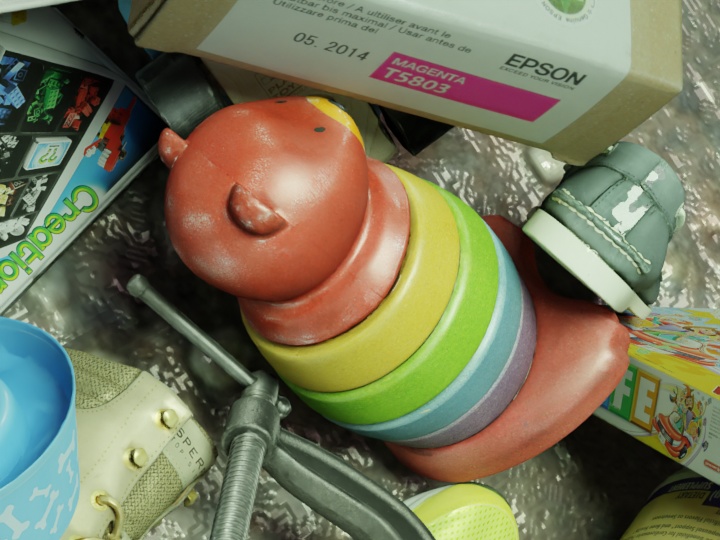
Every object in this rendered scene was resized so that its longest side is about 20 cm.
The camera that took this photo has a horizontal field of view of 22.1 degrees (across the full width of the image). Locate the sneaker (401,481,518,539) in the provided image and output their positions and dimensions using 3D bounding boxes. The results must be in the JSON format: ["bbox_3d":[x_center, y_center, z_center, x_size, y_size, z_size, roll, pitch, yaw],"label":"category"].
[{"bbox_3d":[0.022,0.172,0.744,0.078,0.090,0.200,44,60,-23],"label":"sneaker"}]

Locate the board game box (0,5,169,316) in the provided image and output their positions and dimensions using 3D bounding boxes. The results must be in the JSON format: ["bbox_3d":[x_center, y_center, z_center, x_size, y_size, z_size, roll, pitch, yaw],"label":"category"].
[{"bbox_3d":[-0.183,-0.035,0.756,0.126,0.035,0.200,44,59,-5],"label":"board game box"}]

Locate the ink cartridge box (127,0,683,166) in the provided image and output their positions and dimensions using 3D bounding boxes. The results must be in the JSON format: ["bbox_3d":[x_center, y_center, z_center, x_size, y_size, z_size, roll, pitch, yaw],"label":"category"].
[{"bbox_3d":[0.023,-0.148,0.703,0.199,0.075,0.165,13,65,-24],"label":"ink cartridge box"}]

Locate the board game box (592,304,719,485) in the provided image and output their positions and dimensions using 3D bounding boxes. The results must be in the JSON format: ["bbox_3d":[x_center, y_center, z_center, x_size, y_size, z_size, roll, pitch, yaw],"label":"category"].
[{"bbox_3d":[0.173,0.056,0.812,0.134,0.200,0.034,3,102,-26],"label":"board game box"}]

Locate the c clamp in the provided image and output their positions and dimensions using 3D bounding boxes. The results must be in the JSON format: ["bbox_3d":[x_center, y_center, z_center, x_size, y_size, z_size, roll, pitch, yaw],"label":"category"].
[{"bbox_3d":[-0.030,0.108,0.678,0.171,0.027,0.200,35,27,-21],"label":"c clamp"}]

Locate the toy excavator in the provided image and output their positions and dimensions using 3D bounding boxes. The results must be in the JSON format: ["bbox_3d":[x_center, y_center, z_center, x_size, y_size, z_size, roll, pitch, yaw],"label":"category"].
[{"bbox_3d":[-0.071,-0.134,0.808,0.100,0.200,0.195,-36,134,1],"label":"toy excavator"}]

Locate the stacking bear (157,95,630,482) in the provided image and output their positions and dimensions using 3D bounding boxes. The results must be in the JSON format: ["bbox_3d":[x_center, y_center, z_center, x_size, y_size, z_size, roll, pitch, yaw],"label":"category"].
[{"bbox_3d":[0.000,0.000,0.742,0.114,0.121,0.200,-47,136,4],"label":"stacking bear"}]

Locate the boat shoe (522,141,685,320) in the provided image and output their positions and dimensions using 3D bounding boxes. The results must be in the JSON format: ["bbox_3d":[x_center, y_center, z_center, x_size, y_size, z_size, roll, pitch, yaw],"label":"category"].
[{"bbox_3d":[0.116,-0.023,0.816,0.073,0.200,0.062,41,97,7],"label":"boat shoe"}]

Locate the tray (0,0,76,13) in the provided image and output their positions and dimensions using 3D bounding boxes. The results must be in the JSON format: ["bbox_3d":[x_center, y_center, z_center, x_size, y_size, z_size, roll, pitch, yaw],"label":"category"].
[{"bbox_3d":[-0.126,-0.153,0.748,0.199,0.022,0.108,-9,74,6],"label":"tray"}]

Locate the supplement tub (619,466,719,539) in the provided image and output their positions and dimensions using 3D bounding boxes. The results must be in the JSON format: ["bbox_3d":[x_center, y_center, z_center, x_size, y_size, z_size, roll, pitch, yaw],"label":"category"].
[{"bbox_3d":[0.140,0.192,0.770,0.145,0.145,0.200,46,58,-5],"label":"supplement tub"}]

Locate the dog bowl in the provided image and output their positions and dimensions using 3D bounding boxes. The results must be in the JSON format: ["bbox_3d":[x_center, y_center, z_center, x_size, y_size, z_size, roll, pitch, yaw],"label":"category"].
[{"bbox_3d":[-0.192,0.078,0.648,0.199,0.050,0.112,-11,36,1],"label":"dog bowl"}]

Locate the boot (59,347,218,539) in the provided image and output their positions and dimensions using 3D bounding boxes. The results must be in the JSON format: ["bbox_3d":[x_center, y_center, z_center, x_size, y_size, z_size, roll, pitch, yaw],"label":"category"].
[{"bbox_3d":[-0.099,0.115,0.684,0.200,0.073,0.155,26,49,30],"label":"boot"}]
